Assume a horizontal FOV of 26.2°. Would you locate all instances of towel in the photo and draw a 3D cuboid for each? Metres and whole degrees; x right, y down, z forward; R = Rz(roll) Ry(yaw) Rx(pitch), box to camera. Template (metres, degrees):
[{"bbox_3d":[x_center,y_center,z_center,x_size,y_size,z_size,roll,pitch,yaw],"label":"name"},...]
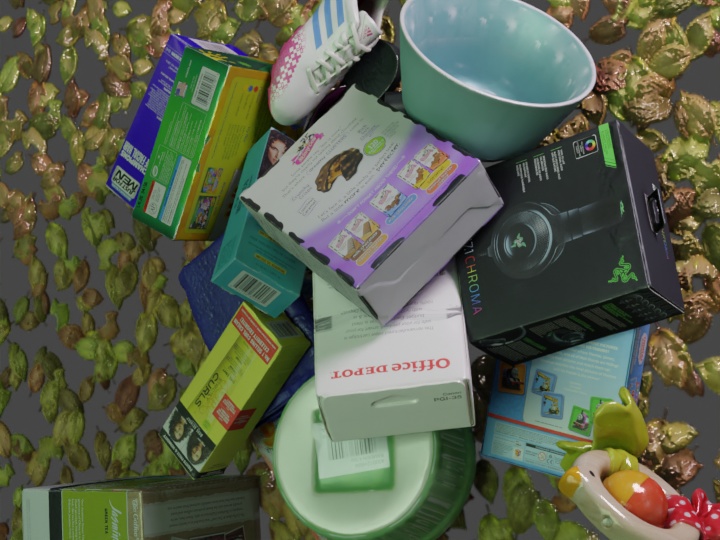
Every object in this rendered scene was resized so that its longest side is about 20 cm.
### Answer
[{"bbox_3d":[-0.108,0.054,1.673,0.148,0.049,0.200,-37,72,32],"label":"towel"}]

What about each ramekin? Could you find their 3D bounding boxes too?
[{"bbox_3d":[0.008,0.186,1.557,0.199,0.098,0.201,-5,75,20],"label":"ramekin"}]

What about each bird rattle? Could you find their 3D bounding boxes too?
[{"bbox_3d":[0.255,0.217,1.402,0.200,0.163,0.113,49,119,17],"label":"bird rattle"}]

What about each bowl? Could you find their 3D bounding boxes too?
[{"bbox_3d":[0.120,-0.181,1.518,0.201,0.200,0.105,44,133,29],"label":"bowl"}]

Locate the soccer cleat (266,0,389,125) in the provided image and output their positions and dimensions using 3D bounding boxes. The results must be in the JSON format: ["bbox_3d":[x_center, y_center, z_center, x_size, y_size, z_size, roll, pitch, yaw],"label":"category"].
[{"bbox_3d":[-0.028,-0.242,1.656,0.086,0.070,0.200,24,84,41],"label":"soccer cleat"}]

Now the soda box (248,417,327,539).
[{"bbox_3d":[-0.041,0.226,1.691,0.068,0.063,0.200,-48,64,25],"label":"soda box"}]

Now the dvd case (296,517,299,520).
[{"bbox_3d":[0.018,0.172,1.625,0.150,0.025,0.201,4,78,23],"label":"dvd case"}]

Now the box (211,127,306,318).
[{"bbox_3d":[-0.091,-0.052,1.616,0.049,0.082,0.200,-41,27,41],"label":"box"}]

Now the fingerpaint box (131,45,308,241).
[{"bbox_3d":[-0.148,-0.137,1.714,0.073,0.167,0.201,28,106,31],"label":"fingerpaint box"}]

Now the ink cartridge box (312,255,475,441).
[{"bbox_3d":[0.030,0.058,1.498,0.146,0.083,0.200,-7,49,5],"label":"ink cartridge box"}]

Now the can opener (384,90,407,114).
[{"bbox_3d":[0.029,-0.090,1.639,0.078,0.063,0.201,-8,87,20],"label":"can opener"}]

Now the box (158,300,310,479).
[{"bbox_3d":[-0.135,0.126,1.636,0.075,0.050,0.200,49,119,24],"label":"box"}]

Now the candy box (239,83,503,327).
[{"bbox_3d":[0.008,-0.067,1.486,0.168,0.072,0.200,-45,47,-8],"label":"candy box"}]

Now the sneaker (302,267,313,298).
[{"bbox_3d":[-0.092,0.024,1.742,0.200,0.078,0.090,-2,105,41],"label":"sneaker"}]

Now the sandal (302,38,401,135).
[{"bbox_3d":[-0.025,-0.167,1.696,0.075,0.048,0.201,41,112,30],"label":"sandal"}]

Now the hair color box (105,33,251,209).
[{"bbox_3d":[-0.205,-0.167,1.793,0.065,0.109,0.200,36,109,32],"label":"hair color box"}]

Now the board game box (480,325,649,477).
[{"bbox_3d":[0.203,0.102,1.528,0.151,0.037,0.201,12,97,36],"label":"board game box"}]

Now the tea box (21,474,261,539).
[{"bbox_3d":[-0.246,0.305,1.759,0.196,0.200,0.134,-5,86,35],"label":"tea box"}]

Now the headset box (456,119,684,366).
[{"bbox_3d":[0.199,-0.025,1.466,0.199,0.093,0.175,-18,64,28],"label":"headset box"}]
